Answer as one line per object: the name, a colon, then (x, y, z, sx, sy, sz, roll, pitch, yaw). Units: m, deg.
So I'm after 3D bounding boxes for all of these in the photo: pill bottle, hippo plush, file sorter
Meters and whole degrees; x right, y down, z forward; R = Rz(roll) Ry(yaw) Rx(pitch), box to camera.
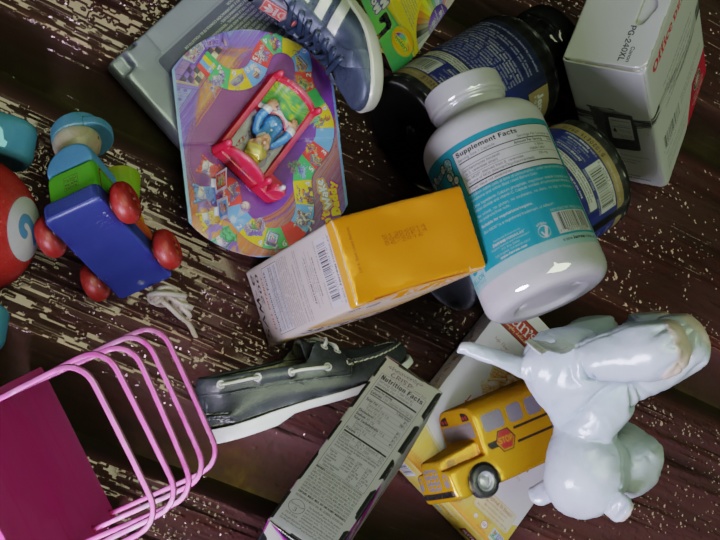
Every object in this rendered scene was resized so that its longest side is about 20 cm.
pill bottle: (0.114, -0.170, 1.366, 0.199, 0.112, 0.113, -33, 95, -27)
pill bottle: (0.121, -0.066, 1.221, 0.110, 0.111, 0.202, -12, 71, -27)
pill bottle: (0.147, -0.049, 1.350, 0.199, 0.112, 0.113, -32, 94, -28)
hippo plush: (0.209, 0.124, 1.209, 0.199, 0.158, 0.163, -9, 93, -46)
file sorter: (-0.199, 0.130, 1.086, 0.124, 0.200, 0.140, -26, 92, 9)

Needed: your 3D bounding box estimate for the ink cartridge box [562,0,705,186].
ink cartridge box: (0.268, -0.198, 1.399, 0.083, 0.200, 0.146, 14, 67, 25)

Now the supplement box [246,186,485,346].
supplement box: (0.000, 0.000, 1.227, 0.125, 0.200, 0.074, -16, 85, -26)

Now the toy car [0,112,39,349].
toy car: (-0.315, -0.052, 1.081, 0.175, 0.200, 0.187, 11, 76, -20)

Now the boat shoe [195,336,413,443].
boat shoe: (-0.046, 0.089, 1.258, 0.198, 0.075, 0.061, -20, 94, -28)

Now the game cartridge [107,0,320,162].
game cartridge: (-0.114, -0.192, 1.303, 0.133, 0.041, 0.200, 47, 64, -7)

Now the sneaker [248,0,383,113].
sneaker: (-0.050, -0.225, 1.284, 0.084, 0.075, 0.202, -19, 79, -30)

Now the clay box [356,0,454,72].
clay box: (0.051, -0.293, 1.365, 0.201, 0.047, 0.115, -55, 140, -25)

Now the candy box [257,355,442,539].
candy box: (-0.020, 0.182, 1.181, 0.061, 0.137, 0.200, 33, 47, 7)

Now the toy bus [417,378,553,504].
toy bus: (0.141, 0.142, 1.298, 0.198, 0.065, 0.079, -19, 88, -28)

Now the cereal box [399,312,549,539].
cereal box: (0.128, 0.139, 1.352, 0.144, 0.039, 0.200, 45, 65, -11)

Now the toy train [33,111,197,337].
toy train: (-0.194, -0.035, 1.212, 0.084, 0.200, 0.117, -22, 53, 10)

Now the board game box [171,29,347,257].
board game box: (-0.078, -0.114, 1.265, 0.156, 0.039, 0.203, -5, 86, -29)
